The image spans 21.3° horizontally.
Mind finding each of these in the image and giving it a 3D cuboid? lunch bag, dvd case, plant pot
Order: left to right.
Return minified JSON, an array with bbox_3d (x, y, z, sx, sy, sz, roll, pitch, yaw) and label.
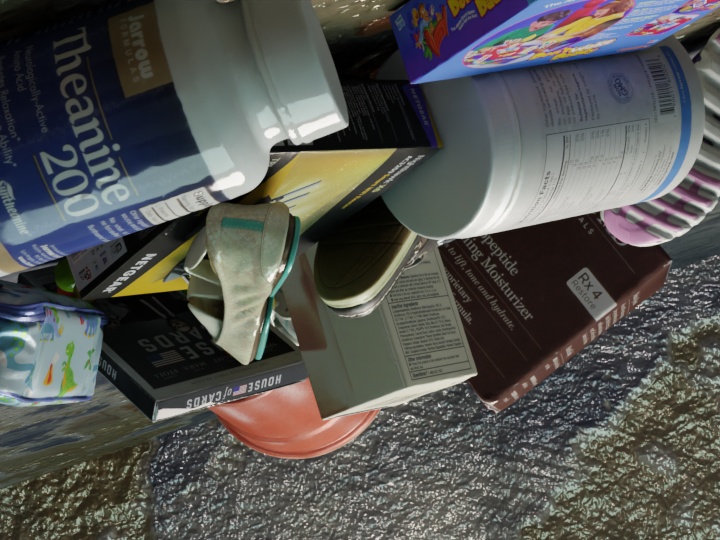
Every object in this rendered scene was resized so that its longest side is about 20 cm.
[{"bbox_3d":[-0.280,0.044,1.355,0.160,0.083,0.200,10,179,13],"label":"lunch bag"},{"bbox_3d":[-0.156,0.044,1.509,0.150,0.200,0.025,-14,127,-38],"label":"dvd case"},{"bbox_3d":[-0.087,0.064,1.763,0.200,0.201,0.195,-19,164,12],"label":"plant pot"}]

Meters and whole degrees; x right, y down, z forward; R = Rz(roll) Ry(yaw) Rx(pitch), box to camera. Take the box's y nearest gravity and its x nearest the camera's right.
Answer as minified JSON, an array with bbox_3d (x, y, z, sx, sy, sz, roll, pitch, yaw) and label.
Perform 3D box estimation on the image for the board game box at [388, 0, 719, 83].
[{"bbox_3d":[0.136,-0.166,1.134,0.200,0.045,0.134,-12,170,-37],"label":"board game box"}]

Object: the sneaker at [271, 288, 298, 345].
[{"bbox_3d":[-0.061,0.013,1.571,0.200,0.080,0.071,15,148,19],"label":"sneaker"}]

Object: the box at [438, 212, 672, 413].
[{"bbox_3d":[0.143,0.000,1.673,0.200,0.166,0.164,-39,170,2],"label":"box"}]

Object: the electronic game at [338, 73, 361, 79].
[{"bbox_3d":[-0.078,-0.077,1.279,0.200,0.042,0.200,-20,165,-5],"label":"electronic game"}]

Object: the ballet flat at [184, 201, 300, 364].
[{"bbox_3d":[-0.079,0.003,1.187,0.062,0.068,0.200,9,156,-6],"label":"ballet flat"}]

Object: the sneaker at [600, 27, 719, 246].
[{"bbox_3d":[0.261,-0.108,1.504,0.200,0.080,0.088,-55,-175,8],"label":"sneaker"}]

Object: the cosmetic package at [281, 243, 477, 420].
[{"bbox_3d":[0.000,0.000,1.417,0.087,0.200,0.103,-22,169,36],"label":"cosmetic package"}]

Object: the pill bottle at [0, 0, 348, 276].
[{"bbox_3d":[-0.113,-0.077,0.948,0.200,0.111,0.111,-19,172,5],"label":"pill bottle"}]

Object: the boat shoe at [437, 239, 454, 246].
[{"bbox_3d":[0.084,-0.077,1.463,0.071,0.091,0.200,-12,170,-37],"label":"boat shoe"}]

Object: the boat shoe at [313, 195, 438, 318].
[{"bbox_3d":[0.024,-0.031,1.307,0.073,0.065,0.200,-4,-141,27],"label":"boat shoe"}]

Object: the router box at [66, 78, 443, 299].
[{"bbox_3d":[-0.071,-0.051,1.200,0.157,0.052,0.200,-6,159,-43],"label":"router box"}]

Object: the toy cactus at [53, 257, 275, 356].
[{"bbox_3d":[-0.139,-0.010,1.433,0.199,0.103,0.165,5,154,5],"label":"toy cactus"}]

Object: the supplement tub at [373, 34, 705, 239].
[{"bbox_3d":[0.117,-0.097,1.261,0.200,0.132,0.132,-11,170,-37],"label":"supplement tub"}]
